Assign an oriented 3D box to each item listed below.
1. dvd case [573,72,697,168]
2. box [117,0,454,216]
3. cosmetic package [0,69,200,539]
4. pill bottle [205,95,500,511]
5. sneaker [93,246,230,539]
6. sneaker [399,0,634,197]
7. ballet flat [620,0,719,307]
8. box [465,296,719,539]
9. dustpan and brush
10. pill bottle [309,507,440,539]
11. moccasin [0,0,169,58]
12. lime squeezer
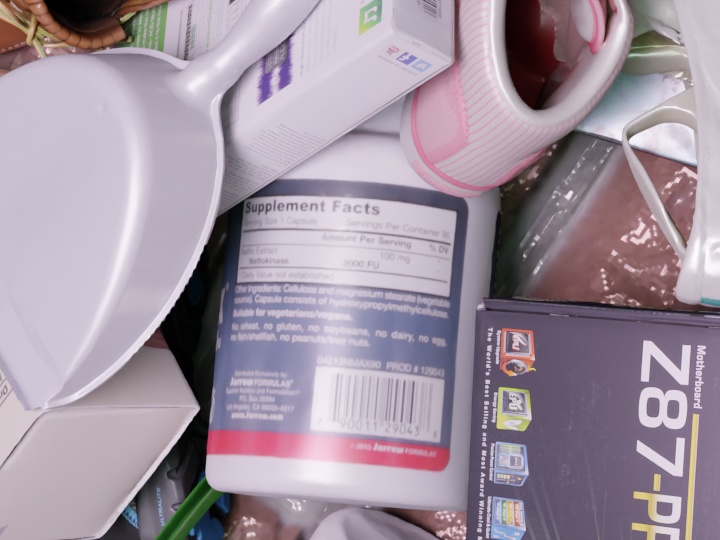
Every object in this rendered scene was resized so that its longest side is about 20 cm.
[{"bbox_3d":[0.178,-0.109,0.917,0.200,0.022,0.146,19,100,13],"label":"dvd case"},{"bbox_3d":[-0.037,-0.107,0.888,0.200,0.036,0.145,-29,48,42],"label":"box"},{"bbox_3d":[-0.164,0.013,0.936,0.103,0.087,0.200,-50,55,34],"label":"cosmetic package"},{"bbox_3d":[0.000,0.000,0.918,0.119,0.120,0.200,3,82,15],"label":"pill bottle"},{"bbox_3d":[-0.115,0.039,0.983,0.082,0.073,0.200,-3,93,19],"label":"sneaker"},{"bbox_3d":[0.078,-0.131,0.848,0.075,0.105,0.200,20,74,-15],"label":"sneaker"},{"bbox_3d":[0.133,-0.075,0.852,0.069,0.069,0.200,-15,65,16],"label":"ballet flat"},{"bbox_3d":[0.119,0.114,0.838,0.161,0.049,0.200,5,92,32],"label":"box"},{"bbox_3d":[-0.085,-0.056,0.839,0.200,0.057,0.140,-49,59,24],"label":"dustpan and brush"},{"bbox_3d":[-0.020,0.216,0.955,0.112,0.112,0.200,35,104,9],"label":"pill bottle"},{"bbox_3d":[-0.124,-0.128,0.933,0.201,0.074,0.078,-9,56,44],"label":"moccasin"},{"bbox_3d":[-0.053,0.047,0.975,0.038,0.071,0.200,-1,64,40],"label":"lime squeezer"}]
